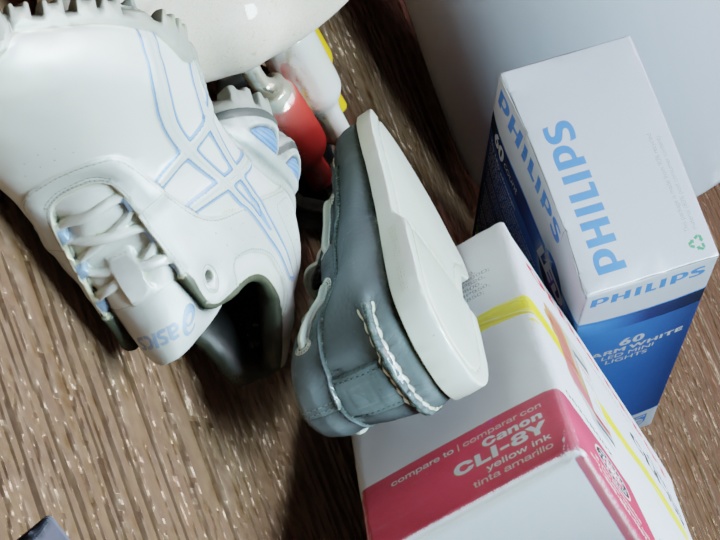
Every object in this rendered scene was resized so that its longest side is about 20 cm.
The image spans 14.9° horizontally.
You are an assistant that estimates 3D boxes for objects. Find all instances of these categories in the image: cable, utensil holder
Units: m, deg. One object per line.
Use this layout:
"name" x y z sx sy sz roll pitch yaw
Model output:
"cable" -0.001 -0.034 1.100 0.200 0.050 0.097 47 29 -37
"utensil holder" 0.098 -0.145 1.250 0.170 0.170 0.200 -96 169 -45

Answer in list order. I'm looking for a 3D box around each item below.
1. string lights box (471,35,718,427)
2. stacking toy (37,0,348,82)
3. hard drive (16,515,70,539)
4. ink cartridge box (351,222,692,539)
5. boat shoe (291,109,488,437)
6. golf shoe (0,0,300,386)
"string lights box" 0.092 -0.004 1.157 0.200 0.059 0.103 96 -24 -68
"stacking toy" -0.084 -0.179 1.000 0.200 0.146 0.146 57 14 30
"hard drive" -0.058 0.175 0.702 0.200 0.042 0.135 59 20 -12
"ink cartridge box" 0.064 0.090 1.001 0.145 0.083 0.200 56 9 -22
"boat shoe" 0.000 0.000 0.987 0.073 0.062 0.200 56 9 -22
"golf shoe" -0.071 -0.022 0.881 0.200 0.078 0.097 27 46 -57
